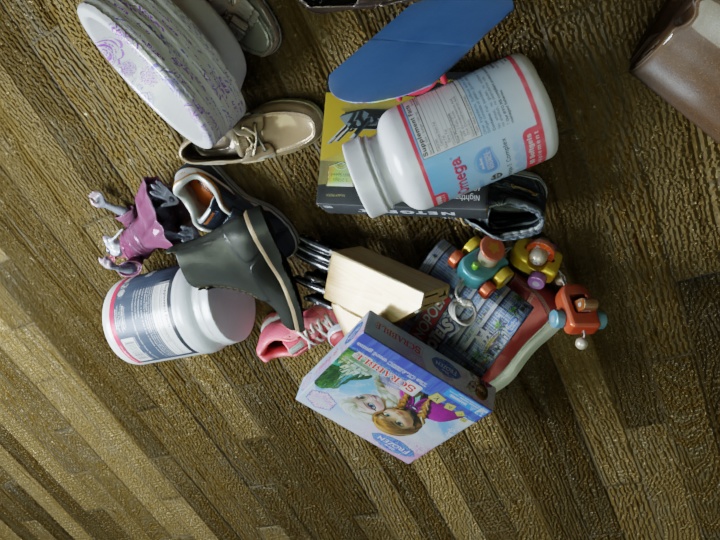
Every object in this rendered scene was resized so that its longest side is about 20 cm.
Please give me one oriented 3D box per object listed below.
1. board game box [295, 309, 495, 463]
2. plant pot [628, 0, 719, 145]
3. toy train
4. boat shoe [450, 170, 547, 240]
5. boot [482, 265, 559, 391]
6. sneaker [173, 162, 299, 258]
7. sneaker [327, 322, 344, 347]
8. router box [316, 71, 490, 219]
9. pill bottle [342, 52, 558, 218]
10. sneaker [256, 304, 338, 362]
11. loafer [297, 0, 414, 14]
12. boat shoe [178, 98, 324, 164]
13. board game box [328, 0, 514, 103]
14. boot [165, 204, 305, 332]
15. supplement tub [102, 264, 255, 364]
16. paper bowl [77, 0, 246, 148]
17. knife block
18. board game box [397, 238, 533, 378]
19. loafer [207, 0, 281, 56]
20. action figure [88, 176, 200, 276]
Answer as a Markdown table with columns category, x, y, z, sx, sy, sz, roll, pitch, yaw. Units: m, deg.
| category | x | y | z | sx | sy | sz | roll | pitch | yaw |
| --- | --- | --- | --- | --- | --- | --- | --- | --- | --- |
| board game box | 0.041 | 0.166 | 0.821 | 0.199 | 0.041 | 0.200 | 32 | 134 | -10 |
| plant pot | 0.379 | -0.201 | 0.565 | 0.197 | 0.201 | 0.201 | 34 | 125 | 1 |
| toy train | 0.208 | 0.015 | 0.754 | 0.198 | 0.152 | 0.056 | 5 | 144 | -8 |
| boat shoe | 0.130 | -0.087 | 0.758 | 0.198 | 0.091 | 0.071 | 3 | 124 | 14 |
| boot | 0.179 | 0.082 | 0.874 | 0.143 | 0.073 | 0.201 | 30 | 118 | -5 |
| sneaker | -0.178 | -0.072 | 0.861 | 0.199 | 0.080 | 0.078 | 38 | 122 | -13 |
| sneaker | 0.041 | 0.150 | 0.898 | 0.198 | 0.113 | 0.071 | 22 | 133 | -20 |
| router box | 0.054 | -0.146 | 0.712 | 0.198 | 0.052 | 0.159 | 3 | 84 | 13 |
| pill bottle | 0.087 | -0.129 | 0.619 | 0.198 | 0.109 | 0.109 | -22 | 116 | 9 |
| sneaker | -0.077 | 0.096 | 0.939 | 0.199 | 0.087 | 0.074 | -21 | 116 | 26 |
| loafer | 0.016 | -0.311 | 0.652 | 0.198 | 0.071 | 0.074 | -9 | 120 | 20 |
| boat shoe | -0.141 | -0.170 | 0.793 | 0.198 | 0.065 | 0.072 | -8 | 120 | 20 |
| board game box | 0.065 | -0.218 | 0.627 | 0.157 | 0.200 | 0.039 | 27 | 157 | 47 |
| boot | -0.165 | 0.018 | 0.851 | 0.137 | 0.078 | 0.202 | -21 | 119 | -2 |
| supplement tub | -0.277 | 0.063 | 0.938 | 0.198 | 0.141 | 0.141 | -12 | 119 | 22 |
| paper bowl | -0.211 | -0.248 | 0.702 | 0.200 | 0.105 | 0.201 | 39 | 168 | 10 |
| knife block | 0.000 | 0.000 | 0.819 | 0.199 | 0.064 | 0.177 | -32 | 78 | 39 |
| board game box | 0.100 | 0.068 | 0.844 | 0.199 | 0.062 | 0.201 | 37 | 131 | 15 |
| loafer | -0.178 | -0.322 | 0.702 | 0.072 | 0.063 | 0.200 | -36 | 108 | 31 |
| action figure | -0.318 | -0.061 | 0.915 | 0.148 | 0.135 | 0.199 | 7 | 156 | -44 |
